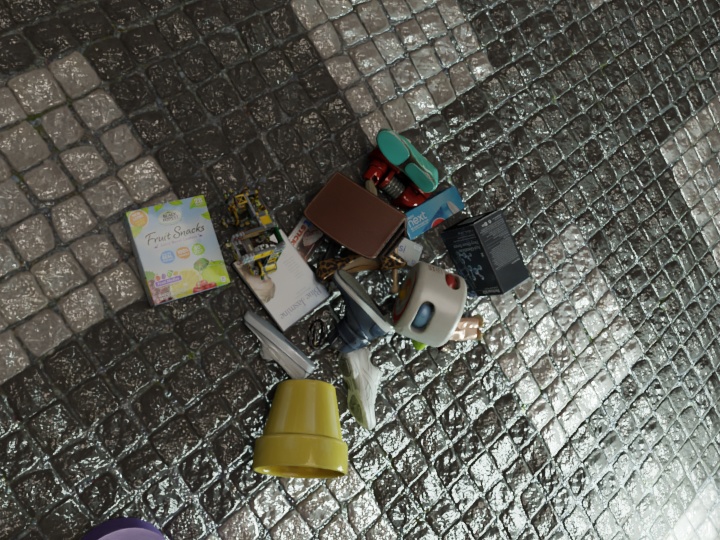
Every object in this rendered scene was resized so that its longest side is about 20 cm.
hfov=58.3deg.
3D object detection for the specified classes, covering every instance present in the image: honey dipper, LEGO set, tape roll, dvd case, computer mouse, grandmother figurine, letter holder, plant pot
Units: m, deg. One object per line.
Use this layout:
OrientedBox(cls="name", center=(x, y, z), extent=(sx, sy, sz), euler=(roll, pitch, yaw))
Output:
OrientedBox(cls="honey dipper", center=(0.085, -0.043, 1.561), extent=(0.038, 0.038, 0.200), euler=(0, 91, -28))
OrientedBox(cls="LEGO set", center=(-0.254, -0.073, 1.379), extent=(0.116, 0.154, 0.200), euler=(-20, 83, -29))
OrientedBox(cls="tape roll", center=(-0.461, 0.591, 1.248), extent=(0.200, 0.085, 0.200), euler=(3, 84, -27))
OrientedBox(cls="dvd case", center=(-0.181, 0.023, 1.475), extent=(0.143, 0.018, 0.200), euler=(-38, 97, -16))
OrientedBox(cls="computer mouse", center=(-0.110, 0.085, 1.518), extent=(0.059, 0.034, 0.200), euler=(-8, 88, -29))
OrientedBox(cls="grandmother figurine", center=(0.223, 0.155, 1.675), extent=(0.200, 0.061, 0.121), euler=(3, 90, -25))
OrientedBox(cls="letter holder", center=(-0.014, -0.104, 1.474), extent=(0.200, 0.101, 0.142), euler=(34, 74, 16))
OrientedBox(cls="plant pot", center=(-0.124, 0.343, 1.402), extent=(0.201, 0.201, 0.189), euler=(15, 63, -26))

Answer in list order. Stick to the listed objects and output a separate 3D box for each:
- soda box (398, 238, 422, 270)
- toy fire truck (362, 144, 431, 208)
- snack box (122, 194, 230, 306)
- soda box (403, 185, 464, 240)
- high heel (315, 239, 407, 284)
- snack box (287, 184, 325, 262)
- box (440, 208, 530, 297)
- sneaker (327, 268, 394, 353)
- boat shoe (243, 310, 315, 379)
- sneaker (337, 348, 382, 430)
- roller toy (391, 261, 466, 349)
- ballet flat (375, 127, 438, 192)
OrientedBox(cls="soda box", center=(0.051, -0.067, 1.600), extent=(0.200, 0.068, 0.064), euler=(25, 76, -23))
OrientedBox(cls="toy fire truck", center=(0.081, -0.210, 1.605), extent=(0.176, 0.129, 0.200), euler=(41, 73, -18))
OrientedBox(cls="snack box", center=(-0.389, -0.043, 1.366), extent=(0.169, 0.068, 0.200), euler=(-19, 91, -28))
OrientedBox(cls="soda box", center=(0.173, -0.146, 1.677), extent=(0.200, 0.064, 0.068), euler=(-31, 99, -26))
OrientedBox(cls="high heel", center=(0.000, 0.000, 1.500), extent=(0.200, 0.071, 0.143), euler=(12, 44, 10))
OrientedBox(cls="snack box", center=(-0.111, -0.109, 1.544), extent=(0.072, 0.024, 0.200), euler=(39, 69, -17))
OrientedBox(cls="box", center=(0.326, -0.042, 1.698), extent=(0.107, 0.148, 0.200), euler=(-29, 98, -27))
OrientedBox(cls="sneaker", center=(-0.037, 0.102, 1.481), extent=(0.146, 0.077, 0.202), euler=(-33, 116, 15))
OrientedBox(cls="boat shoe", center=(-0.194, 0.175, 1.444), extent=(0.200, 0.074, 0.065), euler=(43, 92, -4))
OrientedBox(cls="sneaker", center=(0.017, 0.278, 1.542), extent=(0.099, 0.078, 0.200), euler=(-13, 91, -32))
OrientedBox(cls="roller toy", center=(0.157, 0.076, 1.538), extent=(0.140, 0.182, 0.200), euler=(22, 69, -8))
OrientedBox(cls="ballet flat", center=(0.114, -0.273, 1.551), extent=(0.200, 0.067, 0.070), euler=(44, 38, -17))
